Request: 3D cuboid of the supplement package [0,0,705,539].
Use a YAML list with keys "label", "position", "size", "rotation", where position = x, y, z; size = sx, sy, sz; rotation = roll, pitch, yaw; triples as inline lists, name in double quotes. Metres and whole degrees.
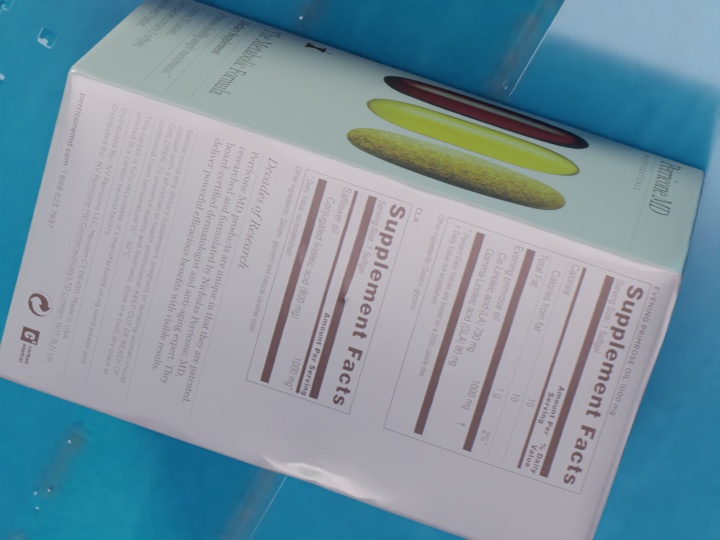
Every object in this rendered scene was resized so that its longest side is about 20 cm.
- label: "supplement package"
  position: [0.000, 0.000, 0.883]
  size: [0.199, 0.114, 0.110]
  rotation: [18, 112, 4]
